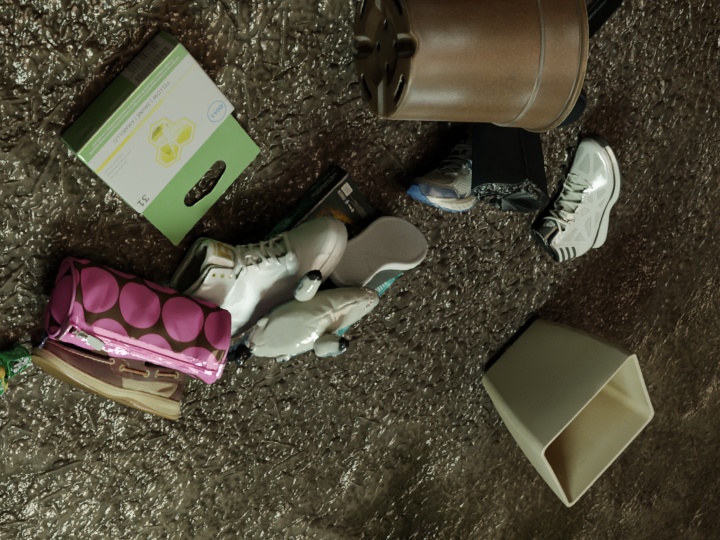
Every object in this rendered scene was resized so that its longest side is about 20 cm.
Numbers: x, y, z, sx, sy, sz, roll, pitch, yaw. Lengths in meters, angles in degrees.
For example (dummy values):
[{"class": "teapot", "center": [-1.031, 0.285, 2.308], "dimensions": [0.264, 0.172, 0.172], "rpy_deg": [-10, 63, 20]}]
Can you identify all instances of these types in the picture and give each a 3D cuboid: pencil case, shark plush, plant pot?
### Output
[{"class": "pencil case", "center": [-0.223, 0.058, 1.147], "dimensions": [0.198, 0.094, 0.092], "rpy_deg": [18, 110, -32]}, {"class": "shark plush", "center": [-0.072, 0.073, 1.237], "dimensions": [0.199, 0.092, 0.083], "rpy_deg": [-36, 176, 22]}, {"class": "plant pot", "center": [0.303, 0.197, 1.705], "dimensions": [0.200, 0.177, 0.201], "rpy_deg": [-44, 140, -9]}, {"class": "plant pot", "center": [0.108, -0.242, 1.199], "dimensions": [0.195, 0.201, 0.203], "rpy_deg": [-8, 125, -23]}]

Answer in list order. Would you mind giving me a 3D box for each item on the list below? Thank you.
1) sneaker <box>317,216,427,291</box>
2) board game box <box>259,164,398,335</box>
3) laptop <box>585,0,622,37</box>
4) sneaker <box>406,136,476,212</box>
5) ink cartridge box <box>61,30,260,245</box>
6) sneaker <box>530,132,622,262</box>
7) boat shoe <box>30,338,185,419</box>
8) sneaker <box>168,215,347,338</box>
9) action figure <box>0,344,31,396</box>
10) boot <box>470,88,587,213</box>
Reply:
[{"class": "sneaker", "center": [0.000, 0.000, 1.334], "dimensions": [0.099, 0.071, 0.199], "rpy_deg": [-43, 170, 38]}, {"class": "board game box", "center": [-0.028, -0.019, 1.359], "dimensions": [0.135, 0.028, 0.200], "rpy_deg": [-44, 139, -6]}, {"class": "laptop", "center": [0.240, -0.347, 1.393], "dimensions": [0.187, 0.116, 0.200], "rpy_deg": [-46, 168, -6]}, {"class": "sneaker", "center": [0.131, -0.128, 1.411], "dimensions": [0.198, 0.076, 0.087], "rpy_deg": [-14, 118, -46]}, {"class": "ink cartridge box", "center": [-0.185, -0.120, 1.125], "dimensions": [0.146, 0.048, 0.200], "rpy_deg": [-48, 138, -6]}, {"class": "sneaker", "center": [0.303, -0.090, 1.588], "dimensions": [0.114, 0.075, 0.203], "rpy_deg": [-30, 138, -27]}, {"class": "boat shoe", "center": [-0.263, 0.101, 1.204], "dimensions": [0.199, 0.071, 0.073], "rpy_deg": [30, 73, -44]}, {"class": "sneaker", "center": [-0.116, -0.007, 1.219], "dimensions": [0.199, 0.074, 0.115], "rpy_deg": [-37, 140, 14]}, {"class": "action figure", "center": [-0.397, 0.142, 1.084], "dimensions": [0.200, 0.054, 0.119], "rpy_deg": [-49, 164, -31]}, {"class": "boot", "center": [0.207, -0.152, 1.373], "dimensions": [0.198, 0.076, 0.171], "rpy_deg": [6, 70, -35]}]
